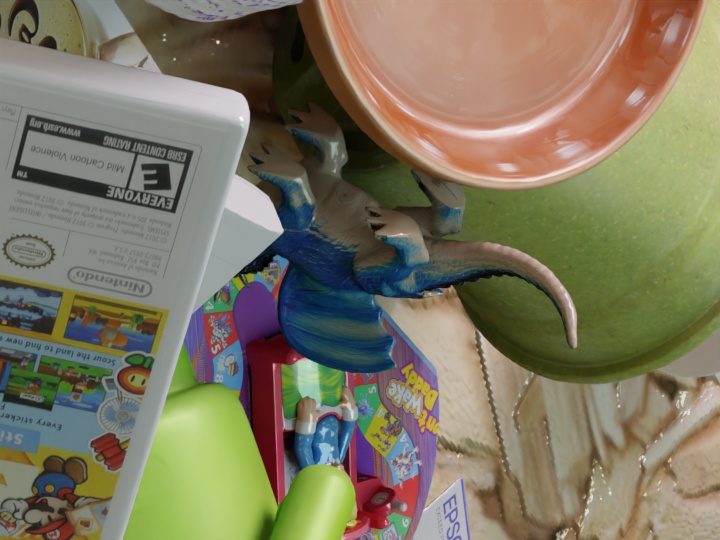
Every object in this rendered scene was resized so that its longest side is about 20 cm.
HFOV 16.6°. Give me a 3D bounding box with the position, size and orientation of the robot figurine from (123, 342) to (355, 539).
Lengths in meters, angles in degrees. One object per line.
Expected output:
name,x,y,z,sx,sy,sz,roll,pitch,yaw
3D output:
robot figurine,-0.083,0.122,0.971,0.115,0.175,0.201,-19,89,-49

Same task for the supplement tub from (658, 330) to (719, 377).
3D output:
supplement tub,0.217,-0.039,1.344,0.200,0.140,0.141,-33,132,-43

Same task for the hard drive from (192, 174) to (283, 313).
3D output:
hard drive,-0.140,0.020,0.833,0.200,0.027,0.132,-41,138,20

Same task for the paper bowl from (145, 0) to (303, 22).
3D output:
paper bowl,-0.062,-0.179,0.785,0.200,0.104,0.202,-11,90,-67

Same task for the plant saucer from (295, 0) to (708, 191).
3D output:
plant saucer,0.055,-0.132,0.949,0.199,0.032,0.202,-6,100,-35

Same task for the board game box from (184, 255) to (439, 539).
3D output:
board game box,-0.014,0.081,1.120,0.200,0.039,0.158,49,61,-41

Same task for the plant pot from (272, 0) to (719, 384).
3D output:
plant pot,0.067,-0.073,1.085,0.184,0.200,0.201,28,83,-46

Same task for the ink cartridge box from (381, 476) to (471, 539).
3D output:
ink cartridge box,-0.011,0.226,1.237,0.200,0.043,0.199,-39,135,-36

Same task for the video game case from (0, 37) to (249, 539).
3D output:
video game case,-0.153,0.004,0.769,0.023,0.199,0.183,-98,-157,-56

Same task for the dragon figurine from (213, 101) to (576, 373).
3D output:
dragon figurine,0.000,0.000,0.995,0.059,0.199,0.100,-54,160,-43

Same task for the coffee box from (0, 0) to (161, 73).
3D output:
coffee box,-0.148,-0.072,0.845,0.113,0.080,0.200,-56,145,-19
